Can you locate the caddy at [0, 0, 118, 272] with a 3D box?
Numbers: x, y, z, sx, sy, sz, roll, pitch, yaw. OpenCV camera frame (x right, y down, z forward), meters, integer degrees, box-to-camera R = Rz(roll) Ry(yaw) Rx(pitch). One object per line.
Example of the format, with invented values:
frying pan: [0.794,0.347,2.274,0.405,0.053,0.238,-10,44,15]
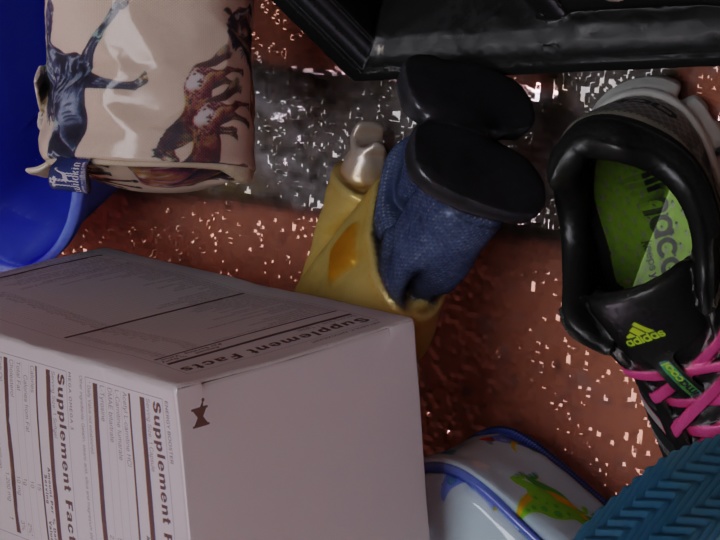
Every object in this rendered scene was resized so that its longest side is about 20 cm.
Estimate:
caddy: [-0.162,-0.094,1.057,0.140,0.105,0.201,12,124,27]

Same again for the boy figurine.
boy figurine: [0.000,0.000,1.009,0.200,0.064,0.125,-49,35,45]

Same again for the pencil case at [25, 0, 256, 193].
pencil case: [-0.085,-0.129,0.956,0.089,0.078,0.202,-1,94,8]

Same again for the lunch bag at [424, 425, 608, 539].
lunch bag: [0.043,0.172,1.006,0.161,0.082,0.201,39,114,18]

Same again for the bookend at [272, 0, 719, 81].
bookend: [0.045,-0.153,0.894,0.199,0.199,0.093,0,67,30]

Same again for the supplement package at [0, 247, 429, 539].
supplement package: [-0.079,0.067,0.975,0.199,0.113,0.110,12,111,50]

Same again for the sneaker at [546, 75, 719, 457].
sneaker: [0.118,0.026,0.943,0.073,0.087,0.201,-23,84,30]

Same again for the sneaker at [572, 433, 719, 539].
sneaker: [0.156,0.093,0.887,0.199,0.077,0.081,-27,113,18]
